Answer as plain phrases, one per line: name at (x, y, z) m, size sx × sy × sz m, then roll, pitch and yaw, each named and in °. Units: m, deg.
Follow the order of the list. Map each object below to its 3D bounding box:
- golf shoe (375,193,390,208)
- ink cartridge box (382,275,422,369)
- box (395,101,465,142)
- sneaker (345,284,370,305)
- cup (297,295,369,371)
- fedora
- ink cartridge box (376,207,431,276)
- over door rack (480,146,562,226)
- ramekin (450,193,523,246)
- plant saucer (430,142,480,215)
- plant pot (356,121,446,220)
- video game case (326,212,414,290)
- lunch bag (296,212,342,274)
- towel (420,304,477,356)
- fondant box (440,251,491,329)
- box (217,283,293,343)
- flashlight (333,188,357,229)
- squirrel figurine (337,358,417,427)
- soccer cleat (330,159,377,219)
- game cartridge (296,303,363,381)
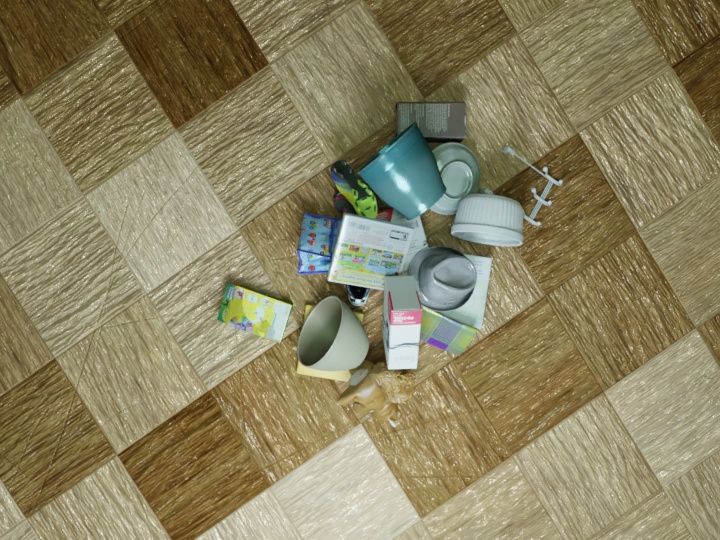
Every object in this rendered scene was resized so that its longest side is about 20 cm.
golf shoe at (0.134, -0.260, 1.531) m, size 0.198 × 0.078 × 0.095 m, roll -35°, pitch 98°, yaw 9°
ink cartridge box at (0.107, 0.139, 1.419) m, size 0.082 × 0.146 × 0.204 m, roll -2°, pitch 125°, yaw -4°
box at (0.196, -0.420, 1.523) m, size 0.194 × 0.075 × 0.103 m, roll 1°, pitch 91°, yaw 1°
sneaker at (0.000, 0.000, 1.503) m, size 0.077 × 0.130 × 0.205 m, roll 11°, pitch 91°, yaw -1°
cup at (-0.060, 0.192, 1.466) m, size 0.142 × 0.200 × 0.203 m, roll 31°, pitch 92°, yaw -30°
fedora at (0.234, 0.017, 1.444) m, size 0.195 × 0.090 × 0.182 m, roll 6°, pitch 80°, yaw -14°
ink cartridge box at (0.109, -0.074, 1.515) m, size 0.141 × 0.084 × 0.205 m, roll -17°, pitch 91°, yaw -11°
over door rack at (0.463, -0.240, 1.531) m, size 0.197 × 0.067 × 0.150 m, roll 30°, pitch 90°, yaw -1°
ramekin at (0.352, -0.138, 1.469) m, size 0.195 × 0.200 × 0.108 m, roll 10°, pitch 87°, yaw -1°
plant saucer at (0.259, -0.253, 1.504) m, size 0.195 × 0.050 × 0.206 m, roll -6°, pitch 108°, yaw -17°
plant pot at (0.123, -0.246, 1.402) m, size 0.199 × 0.200 × 0.189 m, roll -40°, pitch 100°, yaw 1°
video game case at (0.026, -0.044, 1.400) m, size 0.195 × 0.023 × 0.186 m, roll 9°, pitch 111°, yaw -20°
lunch bag at (-0.070, -0.067, 1.483) m, size 0.194 × 0.095 × 0.153 m, roll 5°, pitch 47°, yaw -1°
towel at (0.217, 0.165, 1.519) m, size 0.196 × 0.145 × 0.023 m, roll 23°, pitch 49°, yaw 1°
fondant box at (0.289, 0.055, 1.543) m, size 0.140 × 0.058 × 0.206 m, roll 8°, pitch 91°, yaw 0°
box at (-0.304, 0.121, 1.547) m, size 0.196 × 0.048 × 0.120 m, roll 20°, pitch 92°, yaw -3°
flashlight at (-0.039, -0.149, 1.468) m, size 0.066 × 0.203 × 0.069 m, roll 2°, pitch 132°, yaw -7°
squirrel figurine at (0.065, 0.345, 1.491) m, size 0.197 × 0.143 × 0.188 m, roll -27°, pitch 115°, yaw 23°
soccer cleat at (-0.014, -0.207, 1.438) m, size 0.064 × 0.084 × 0.202 m, roll -29°, pitch 71°, yaw -12°
game cartridge at (-0.089, 0.211, 1.560) m, size 0.171 × 0.032 × 0.206 m, roll 9°, pitch 94°, yaw -1°
